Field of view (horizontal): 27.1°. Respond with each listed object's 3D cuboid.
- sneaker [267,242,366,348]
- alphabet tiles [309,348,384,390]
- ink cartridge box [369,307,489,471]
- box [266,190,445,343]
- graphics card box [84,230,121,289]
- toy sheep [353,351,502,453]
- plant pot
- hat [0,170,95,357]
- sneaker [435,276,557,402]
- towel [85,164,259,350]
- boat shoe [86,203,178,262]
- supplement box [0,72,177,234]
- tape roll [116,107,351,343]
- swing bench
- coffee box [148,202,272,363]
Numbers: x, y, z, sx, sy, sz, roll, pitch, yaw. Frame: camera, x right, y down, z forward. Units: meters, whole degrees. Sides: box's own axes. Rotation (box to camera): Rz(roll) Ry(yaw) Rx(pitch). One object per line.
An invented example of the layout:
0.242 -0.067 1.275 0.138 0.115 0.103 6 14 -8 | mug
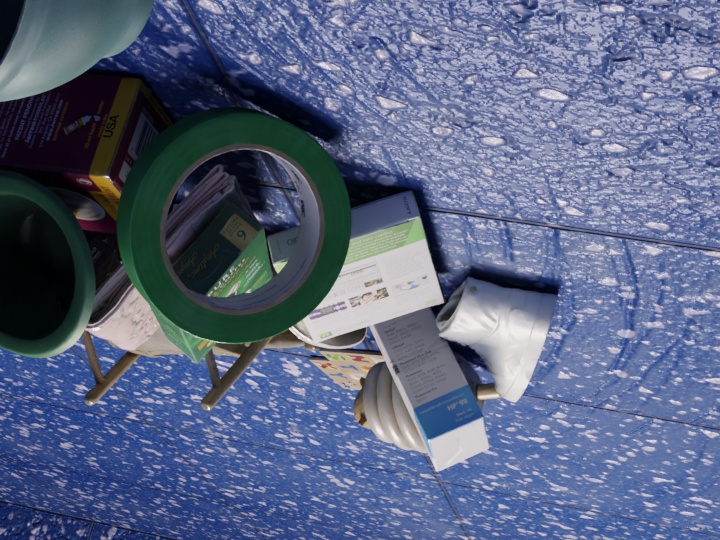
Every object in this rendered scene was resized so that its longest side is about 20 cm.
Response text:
-0.039 0.030 1.590 0.099 0.071 0.200 1 151 45 | sneaker
0.042 0.138 1.897 0.200 0.006 0.166 2 155 30 | alphabet tiles
0.067 0.104 1.621 0.067 0.200 0.116 -24 156 -2 | ink cartridge box
0.000 0.000 1.453 0.144 0.036 0.200 -17 155 2 | box
-0.364 -0.013 1.553 0.200 0.126 0.051 31 157 17 | graphics card box
0.079 0.151 1.744 0.200 0.138 0.138 -15 147 27 | toy sheep
-0.222 -0.206 0.998 0.200 0.201 0.134 -5 178 42 | plant pot
-0.268 -0.024 1.368 0.200 0.166 0.176 18 -159 26 | hat
0.136 0.068 1.578 0.115 0.074 0.200 15 149 5 | sneaker
-0.176 -0.004 1.410 0.032 0.191 0.200 43 175 8 | towel
-0.219 -0.029 1.573 0.199 0.068 0.074 6 157 24 | boat shoe
-0.277 -0.110 1.362 0.200 0.103 0.131 8 159 21 | supplement box
-0.108 -0.039 1.288 0.200 0.201 0.048 27 -179 -27 | tape roll
-0.187 0.059 1.655 0.199 0.130 0.200 -4 -165 38 | swing bench
-0.140 0.016 1.421 0.044 0.123 0.200 40 170 8 | coffee box
